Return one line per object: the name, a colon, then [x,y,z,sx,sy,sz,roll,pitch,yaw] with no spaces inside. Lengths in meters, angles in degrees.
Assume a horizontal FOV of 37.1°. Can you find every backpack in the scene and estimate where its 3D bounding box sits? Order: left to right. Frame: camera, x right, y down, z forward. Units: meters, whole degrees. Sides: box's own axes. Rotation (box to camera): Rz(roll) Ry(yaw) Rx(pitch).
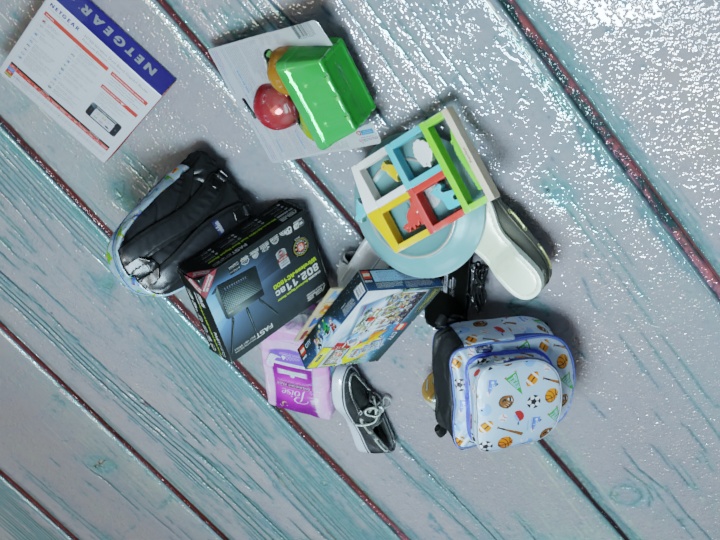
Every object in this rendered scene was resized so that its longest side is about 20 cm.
backpack: [-0.269,-0.048,1.548,0.153,0.200,0.163,-7,127,51]
backpack: [0.206,0.153,1.505,0.190,0.154,0.201,-14,120,-19]

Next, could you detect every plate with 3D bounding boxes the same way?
plate: [0.072,-0.085,1.430,0.199,0.026,0.201,10,110,30]

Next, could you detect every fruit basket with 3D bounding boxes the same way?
fruit basket: [-0.085,-0.232,1.405,0.199,0.094,0.186,-1,128,44]

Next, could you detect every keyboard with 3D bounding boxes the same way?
keyboard: [0.143,0.015,1.539,0.104,0.040,0.201,31,140,30]

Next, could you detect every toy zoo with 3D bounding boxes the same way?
toy zoo: [0.070,-0.109,1.396,0.200,0.020,0.132,-30,88,35]

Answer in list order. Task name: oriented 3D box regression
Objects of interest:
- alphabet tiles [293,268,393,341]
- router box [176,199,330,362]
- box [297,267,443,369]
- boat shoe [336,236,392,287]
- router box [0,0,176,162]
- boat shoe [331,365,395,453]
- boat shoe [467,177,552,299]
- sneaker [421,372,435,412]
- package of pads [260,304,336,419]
alphabet tiles: [-0.001,0.058,1.567,0.200,0.166,0.006,-54,52,44]
router box: [-0.149,0.014,1.545,0.062,0.200,0.150,26,143,46]
box: [0.012,0.069,1.547,0.200,0.136,0.038,-52,54,41]
boat shoe: [0.000,0.000,1.561,0.069,0.072,0.200,48,140,9]
router box: [-0.386,-0.275,1.513,0.200,0.049,0.179,43,132,-13]
boat shoe: [0.010,0.228,1.737,0.068,0.074,0.200,3,129,27]
boat shoe: [0.180,-0.054,1.428,0.202,0.060,0.072,53,130,3]
sneaker: [0.197,0.197,1.644,0.199,0.076,0.088,7,151,18]
package of pads: [-0.095,0.138,1.710,0.120,0.076,0.201,13,132,18]
